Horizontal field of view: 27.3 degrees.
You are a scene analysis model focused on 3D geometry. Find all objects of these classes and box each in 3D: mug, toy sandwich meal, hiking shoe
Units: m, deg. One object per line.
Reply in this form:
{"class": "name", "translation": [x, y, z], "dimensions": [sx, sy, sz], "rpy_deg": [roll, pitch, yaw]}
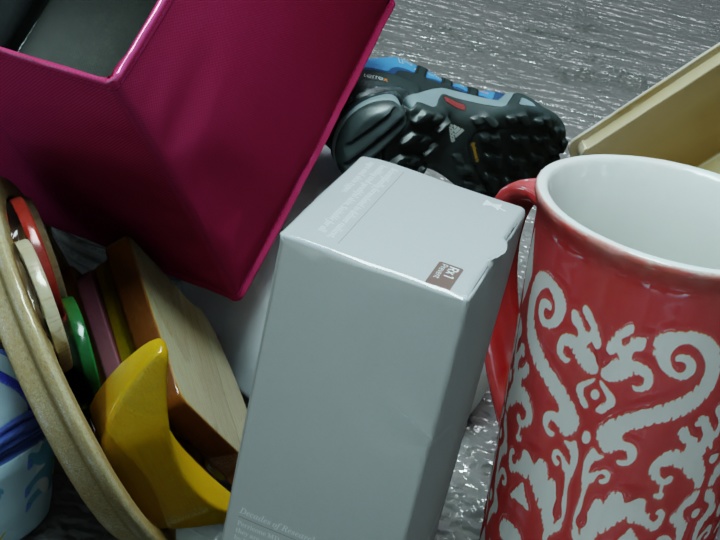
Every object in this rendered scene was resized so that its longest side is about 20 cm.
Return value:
{"class": "mug", "translation": [0.126, 0.054, 0.717], "dimensions": [0.132, 0.202, 0.178], "rpy_deg": [6, 24, -7]}
{"class": "toy sandwich meal", "translation": [-0.106, 0.039, 0.679], "dimensions": [0.070, 0.206, 0.205], "rpy_deg": [-25, 30, -3]}
{"class": "hiking shoe", "translation": [0.047, -0.093, 0.878], "dimensions": [0.199, 0.075, 0.087], "rpy_deg": [7, 35, -48]}

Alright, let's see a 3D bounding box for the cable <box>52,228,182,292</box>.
{"class": "cable", "translation": [-0.105, -0.024, 0.956], "dimensions": [0.199, 0.070, 0.200], "rpy_deg": [-11, 31, -38]}

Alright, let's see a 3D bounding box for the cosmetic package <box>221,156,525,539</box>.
{"class": "cosmetic package", "translation": [0.001, 0.065, 0.642], "dimensions": [0.089, 0.202, 0.107], "rpy_deg": [16, 24, 13]}

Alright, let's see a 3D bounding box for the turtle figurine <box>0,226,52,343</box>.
{"class": "turtle figurine", "translation": [-0.159, -0.061, 0.846], "dimensions": [0.160, 0.202, 0.064], "rpy_deg": [-6, -26, 30]}

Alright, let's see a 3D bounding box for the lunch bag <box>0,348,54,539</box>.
{"class": "lunch bag", "translation": [-0.247, 0.070, 0.681], "dimensions": [0.199, 0.083, 0.161], "rpy_deg": [22, 24, 22]}

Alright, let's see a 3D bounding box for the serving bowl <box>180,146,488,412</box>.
{"class": "serving bowl", "translation": [0.000, 0.000, 0.849], "dimensions": [0.199, 0.066, 0.201], "rpy_deg": [15, 47, -16]}

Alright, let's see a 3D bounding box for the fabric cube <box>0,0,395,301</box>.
{"class": "fabric cube", "translation": [-0.122, -0.138, 0.710], "dimensions": [0.199, 0.200, 0.197], "rpy_deg": [18, 70, 19]}

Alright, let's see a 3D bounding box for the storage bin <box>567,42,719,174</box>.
{"class": "storage bin", "translation": [0.241, -0.027, 0.862], "dimensions": [0.094, 0.198, 0.201], "rpy_deg": [31, 34, -49]}
